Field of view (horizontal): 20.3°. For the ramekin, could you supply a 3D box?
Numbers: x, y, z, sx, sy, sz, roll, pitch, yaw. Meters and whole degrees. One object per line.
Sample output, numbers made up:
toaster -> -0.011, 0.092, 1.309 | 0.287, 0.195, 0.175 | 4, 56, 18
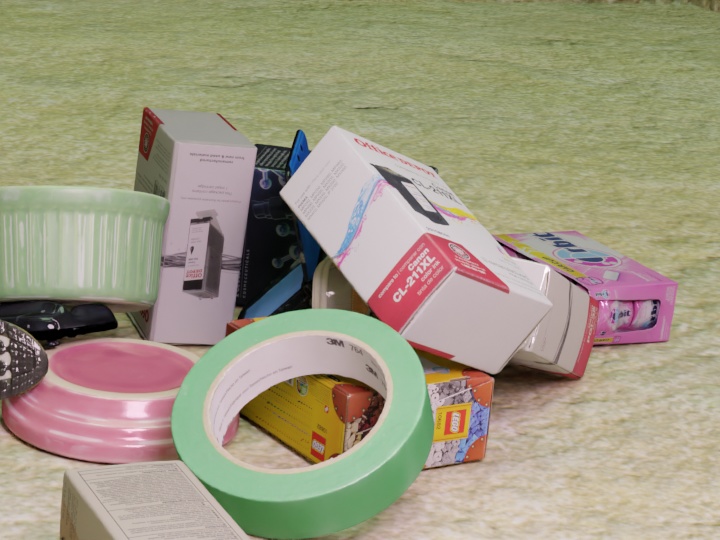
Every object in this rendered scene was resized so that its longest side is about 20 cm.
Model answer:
ramekin -> -0.272, -0.015, 1.810 | 0.200, 0.098, 0.200 | 0, -6, 0

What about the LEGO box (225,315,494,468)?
LEGO box -> -0.006, 0.101, 1.719 | 0.149, 0.077, 0.200 | -5, 19, -33

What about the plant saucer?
plant saucer -> -0.201, 0.104, 1.695 | 0.200, 0.051, 0.201 | 4, 17, -1

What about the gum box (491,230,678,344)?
gum box -> 0.229, 0.019, 2.093 | 0.113, 0.066, 0.200 | -3, 19, -30

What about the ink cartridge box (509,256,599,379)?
ink cartridge box -> 0.125, 0.036, 1.855 | 0.146, 0.083, 0.200 | 13, -6, 21

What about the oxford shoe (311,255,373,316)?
oxford shoe -> 0.000, 0.000, 1.798 | 0.058, 0.075, 0.200 | 1, 20, 9

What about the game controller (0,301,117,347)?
game controller -> -0.312, 0.052, 1.778 | 0.200, 0.042, 0.104 | -4, -7, 37

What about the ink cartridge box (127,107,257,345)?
ink cartridge box -> -0.168, -0.043, 1.938 | 0.083, 0.200, 0.147 | 3, 17, -20

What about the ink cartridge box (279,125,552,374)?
ink cartridge box -> 0.045, -0.018, 1.688 | 0.146, 0.083, 0.200 | 19, 25, -48

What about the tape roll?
tape roll -> -0.045, 0.115, 1.550 | 0.200, 0.048, 0.201 | -7, 44, 6

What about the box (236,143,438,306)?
box -> -0.030, -0.037, 2.050 | 0.200, 0.149, 0.107 | 7, 16, 7

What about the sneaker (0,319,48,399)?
sneaker -> -0.345, 0.074, 1.687 | 0.200, 0.077, 0.089 | 0, -3, 20

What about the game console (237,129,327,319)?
game console -> -0.087, -0.020, 1.883 | 0.118, 0.171, 0.200 | 48, 12, -10

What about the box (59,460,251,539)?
box -> -0.130, 0.202, 1.341 | 0.095, 0.078, 0.200 | -2, 18, -23
